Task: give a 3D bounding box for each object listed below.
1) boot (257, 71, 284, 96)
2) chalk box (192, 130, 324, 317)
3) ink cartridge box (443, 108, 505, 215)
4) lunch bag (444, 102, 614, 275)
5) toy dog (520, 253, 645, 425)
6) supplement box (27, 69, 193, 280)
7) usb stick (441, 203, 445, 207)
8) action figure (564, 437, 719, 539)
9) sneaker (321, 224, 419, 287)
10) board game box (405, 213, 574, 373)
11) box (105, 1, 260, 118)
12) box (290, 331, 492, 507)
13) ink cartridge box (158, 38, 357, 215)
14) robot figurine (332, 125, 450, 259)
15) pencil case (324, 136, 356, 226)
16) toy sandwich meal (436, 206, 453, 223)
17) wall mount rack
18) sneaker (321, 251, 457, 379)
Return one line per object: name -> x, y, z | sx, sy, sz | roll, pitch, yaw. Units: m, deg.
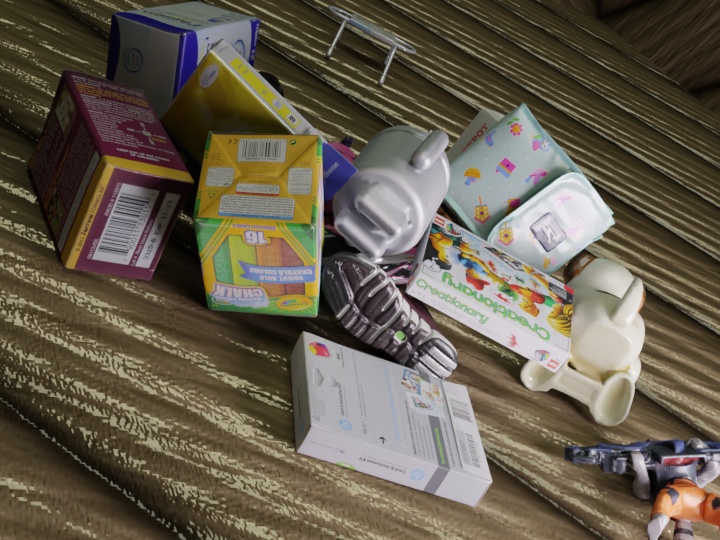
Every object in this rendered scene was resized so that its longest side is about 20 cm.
boot -> -0.142, -0.132, 1.370 | 0.079, 0.213, 0.158 | 24, -18, 16
chalk box -> -0.101, -0.033, 1.130 | 0.122, 0.201, 0.125 | 2, 53, 1
ink cartridge box -> 0.223, -0.114, 1.567 | 0.200, 0.148, 0.144 | 45, 16, 16
lunch bag -> 0.217, -0.089, 1.418 | 0.201, 0.170, 0.122 | 53, 4, 15
toy dog -> 0.294, 0.059, 1.351 | 0.138, 0.196, 0.200 | 17, 32, 7
supplement box -> -0.273, -0.103, 1.144 | 0.102, 0.132, 0.201 | 9, 32, -36
usb stick -> 0.153, -0.143, 1.743 | 0.055, 0.033, 0.200 | 36, 26, 11
action figure -> 0.325, 0.250, 1.178 | 0.197, 0.106, 0.194 | 1, 20, 2
sneaker -> 0.000, 0.000, 1.292 | 0.197, 0.087, 0.081 | 0, 28, -8
board game box -> 0.154, 0.024, 1.232 | 0.198, 0.035, 0.127 | 28, 38, -7
box -> -0.224, -0.228, 1.330 | 0.104, 0.186, 0.200 | 19, 24, 16
box -> 0.028, 0.149, 1.085 | 0.198, 0.041, 0.157 | 21, 27, -18
ink cartridge box -> -0.134, -0.119, 1.181 | 0.200, 0.197, 0.047 | 45, 41, -4
robot figurine -> 0.038, -0.094, 1.227 | 0.113, 0.169, 0.200 | 43, 37, -8
pencil case -> -0.015, -0.096, 1.434 | 0.093, 0.091, 0.201 | 16, 31, -28
toy sandwich meal -> 0.086, -0.076, 1.426 | 0.206, 0.070, 0.205 | 57, 9, -14
wall mount rack -> 0.009, -0.444, 2.104 | 0.198, 0.075, 0.174 | 26, 23, -6
sneaker -> 0.025, 0.042, 1.224 | 0.200, 0.076, 0.116 | 46, 10, -21
